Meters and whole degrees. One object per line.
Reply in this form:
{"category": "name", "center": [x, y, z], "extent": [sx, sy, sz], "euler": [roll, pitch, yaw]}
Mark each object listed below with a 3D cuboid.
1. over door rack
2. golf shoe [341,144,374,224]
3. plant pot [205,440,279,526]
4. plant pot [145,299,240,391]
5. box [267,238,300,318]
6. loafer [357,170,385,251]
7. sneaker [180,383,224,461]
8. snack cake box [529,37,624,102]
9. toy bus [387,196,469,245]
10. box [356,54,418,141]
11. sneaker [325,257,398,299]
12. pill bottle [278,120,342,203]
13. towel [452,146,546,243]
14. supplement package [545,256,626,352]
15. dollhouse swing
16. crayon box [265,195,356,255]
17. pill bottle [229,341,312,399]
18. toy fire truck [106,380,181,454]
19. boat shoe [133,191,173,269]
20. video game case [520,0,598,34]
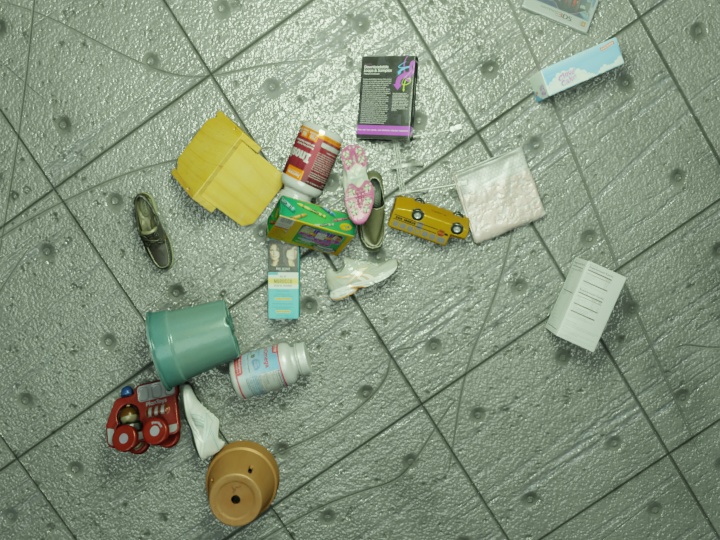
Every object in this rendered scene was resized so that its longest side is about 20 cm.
{"category": "over door rack", "center": [0.172, -0.271, 1.727], "extent": [0.195, 0.066, 0.152], "euler": [-7, 97, 21]}
{"category": "golf shoe", "center": [-0.009, -0.202, 1.703], "extent": [0.073, 0.092, 0.205], "euler": [-2, 72, -6]}
{"category": "plant pot", "center": [-0.313, 0.565, 1.790], "extent": [0.194, 0.140, 0.206], "euler": [0, 98, -1]}
{"category": "plant pot", "center": [-0.411, 0.172, 1.723], "extent": [0.192, 0.200, 0.205], "euler": [-17, 97, -6]}
{"category": "box", "center": [-0.195, 0.019, 1.771], "extent": [0.080, 0.049, 0.206], "euler": [0, 97, -1]}
{"category": "loafer", "center": [0.027, -0.148, 1.745], "extent": [0.073, 0.070, 0.206], "euler": [-3, 97, -1]}
{"category": "sneaker", "center": [-0.417, 0.388, 1.810], "extent": [0.079, 0.070, 0.205], "euler": [-20, 94, -22]}
{"category": "snack cake box", "center": [0.525, -0.489, 1.692], "extent": [0.196, 0.115, 0.069], "euler": [-23, 97, 2]}
{"category": "toy bus", "center": [0.173, -0.122, 1.744], "extent": [0.195, 0.066, 0.079], "euler": [19, 125, -3]}
{"category": "box", "center": [0.067, -0.423, 1.702], "extent": [0.139, 0.036, 0.206], "euler": [6, 94, 20]}
{"category": "sneaker", "center": [0.000, 0.000, 1.764], "extent": [0.196, 0.076, 0.094], "euler": [-23, 93, 0]}
{"category": "pill bottle", "center": [-0.128, -0.254, 1.708], "extent": [0.111, 0.113, 0.204], "euler": [23, 96, -4]}
{"category": "towel", "center": [0.354, -0.193, 1.767], "extent": [0.196, 0.032, 0.195], "euler": [-21, 97, 2]}
{"category": "supplement package", "center": [0.571, 0.084, 1.763], "extent": [0.107, 0.114, 0.204], "euler": [22, 97, -2]}
{"category": "dollhouse swing", "center": [-0.326, -0.248, 1.745], "extent": [0.201, 0.175, 0.182], "euler": [-51, 54, 5]}
{"category": "crayon box", "center": [-0.121, -0.107, 1.695], "extent": [0.196, 0.119, 0.060], "euler": [15, 62, -19]}
{"category": "pill bottle", "center": [-0.228, 0.250, 1.769], "extent": [0.195, 0.109, 0.111], "euler": [-17, 97, 0]}
{"category": "toy fire truck", "center": [-0.559, 0.377, 1.790], "extent": [0.195, 0.112, 0.172], "euler": [-12, 71, 2]}
{"category": "boat shoe", "center": [-0.529, -0.096, 1.742], "extent": [0.072, 0.065, 0.204], "euler": [-20, 98, 0]}
{"category": "video game case", "center": [0.513, -0.717, 1.711], "extent": [0.178, 0.023, 0.204], "euler": [19, 96, -4]}
